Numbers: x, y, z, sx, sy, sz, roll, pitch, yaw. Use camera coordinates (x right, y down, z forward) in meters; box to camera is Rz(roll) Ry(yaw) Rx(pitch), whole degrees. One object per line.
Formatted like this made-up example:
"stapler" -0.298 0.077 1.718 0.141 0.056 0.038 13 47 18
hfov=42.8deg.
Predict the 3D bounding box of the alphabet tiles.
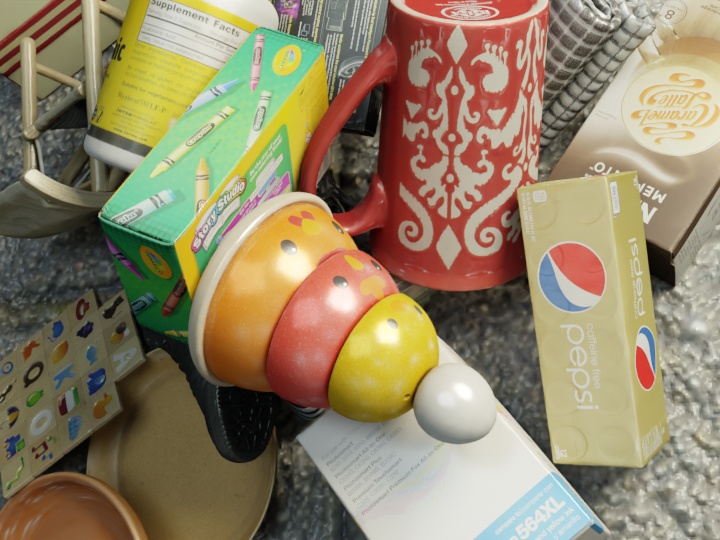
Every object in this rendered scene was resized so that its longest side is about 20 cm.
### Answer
"alphabet tiles" -0.284 0.108 0.846 0.200 0.006 0.167 -38 43 6

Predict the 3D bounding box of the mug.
"mug" 0.057 -0.095 0.660 0.177 0.200 0.133 -27 44 -33

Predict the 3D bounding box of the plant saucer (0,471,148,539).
"plant saucer" -0.244 0.272 0.772 0.200 0.037 0.201 -6 77 28

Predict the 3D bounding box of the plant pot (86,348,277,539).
"plant pot" -0.149 0.162 0.781 0.200 0.027 0.200 -8 74 27

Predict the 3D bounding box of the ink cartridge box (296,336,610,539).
"ink cartridge box" 0.061 0.146 0.664 0.125 0.129 0.200 -41 63 3

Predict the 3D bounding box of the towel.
"towel" 0.125 -0.216 0.738 0.085 0.166 0.200 -8 63 -27

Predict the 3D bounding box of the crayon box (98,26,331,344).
"crayon box" -0.091 -0.060 0.644 0.058 0.119 0.200 21 56 16

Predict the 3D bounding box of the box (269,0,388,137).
"box" -0.049 -0.223 0.758 0.160 0.044 0.200 11 95 13

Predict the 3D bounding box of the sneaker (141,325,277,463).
"sneaker" -0.127 0.052 0.724 0.104 0.060 0.200 -15 81 43

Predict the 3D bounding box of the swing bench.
"swing bench" -0.249 -0.126 0.833 0.199 0.130 0.200 -8 66 53

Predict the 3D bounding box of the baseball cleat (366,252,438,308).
"baseball cleat" 0.000 0.000 0.742 0.200 0.070 0.107 -27 74 -16

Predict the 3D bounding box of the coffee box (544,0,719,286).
"coffee box" 0.246 -0.106 0.708 0.114 0.080 0.200 31 85 27

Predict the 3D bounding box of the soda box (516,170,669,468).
"soda box" 0.166 0.034 0.650 0.068 0.064 0.200 -5 95 36

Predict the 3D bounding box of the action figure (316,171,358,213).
"action figure" -0.084 -0.084 0.807 0.200 0.119 0.102 10 114 31

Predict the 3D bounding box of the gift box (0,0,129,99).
"gift box" -0.348 -0.331 0.955 0.187 0.185 0.200 -34 70 9

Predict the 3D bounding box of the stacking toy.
"stacking toy" 0.002 0.049 0.597 0.200 0.146 0.146 28 83 24

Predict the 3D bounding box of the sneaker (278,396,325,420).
"sneaker" -0.086 0.039 0.799 0.200 0.074 0.088 39 76 17

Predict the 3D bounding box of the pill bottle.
"pill bottle" -0.128 -0.166 0.699 0.111 0.111 0.200 23 95 26
